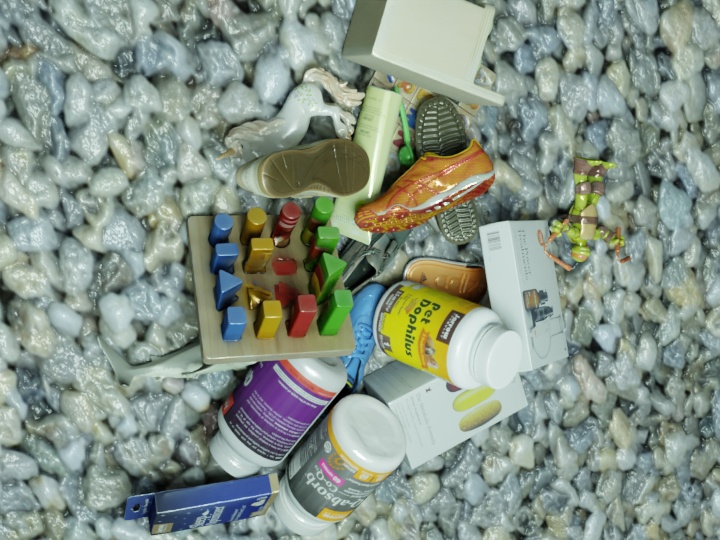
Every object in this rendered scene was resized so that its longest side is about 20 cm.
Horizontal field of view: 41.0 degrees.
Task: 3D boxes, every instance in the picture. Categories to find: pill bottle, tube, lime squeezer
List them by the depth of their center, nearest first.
[{"bbox_3d":[-0.114,0.179,1.283,0.112,0.113,0.201,34,104,-24],"label":"pill bottle"},{"bbox_3d":[0.008,-0.142,1.289,0.051,0.058,0.204,13,100,-15],"label":"tube"},{"bbox_3d":[0.117,0.089,1.290,0.108,0.198,0.112,-18,116,-41],"label":"pill bottle"},{"bbox_3d":[-0.033,0.269,1.307,0.115,0.118,0.201,21,127,-23],"label":"pill bottle"},{"bbox_3d":[0.048,-0.144,1.325,0.069,0.038,0.204,19,97,9],"label":"lime squeezer"}]

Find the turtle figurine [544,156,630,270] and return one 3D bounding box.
[{"bbox_3d":[0.341,-0.082,1.437,0.197,0.064,0.165,5,96,-35],"label":"turtle figurine"}]

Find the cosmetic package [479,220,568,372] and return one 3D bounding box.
[{"bbox_3d":[0.232,0.033,1.357,0.150,0.051,0.205,-6,87,-61],"label":"cosmetic package"}]

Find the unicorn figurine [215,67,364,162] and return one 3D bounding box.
[{"bbox_3d":[-0.090,-0.176,1.252,0.137,0.074,0.202,37,73,-18],"label":"unicorn figurine"}]

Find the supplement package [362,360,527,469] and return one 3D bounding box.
[{"bbox_3d":[0.122,0.174,1.386,0.197,0.109,0.116,-26,110,-13],"label":"supplement package"}]

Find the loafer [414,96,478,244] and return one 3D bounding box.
[{"bbox_3d":[0.112,-0.135,1.330,0.074,0.067,0.205,-9,90,-9],"label":"loafer"}]

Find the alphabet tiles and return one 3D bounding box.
[{"bbox_3d":[0.081,-0.225,1.334,0.165,0.008,0.203,28,91,-24],"label":"alphabet tiles"}]

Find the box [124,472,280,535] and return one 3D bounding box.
[{"bbox_3d":[-0.214,0.316,1.291,0.196,0.122,0.033,-5,64,-19],"label":"box"}]

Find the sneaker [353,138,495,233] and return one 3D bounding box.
[{"bbox_3d":[0.079,-0.108,1.268,0.197,0.073,0.078,-23,72,-8],"label":"sneaker"}]

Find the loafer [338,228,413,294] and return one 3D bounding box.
[{"bbox_3d":[0.000,0.000,1.317,0.199,0.063,0.072,-39,137,-6],"label":"loafer"}]

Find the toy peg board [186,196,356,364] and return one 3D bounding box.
[{"bbox_3d":[-0.105,-0.001,1.206,0.195,0.098,0.204,-1,60,-20],"label":"toy peg board"}]

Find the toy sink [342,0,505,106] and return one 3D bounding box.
[{"bbox_3d":[0.096,-0.299,1.248,0.196,0.130,0.114,16,96,-20],"label":"toy sink"}]

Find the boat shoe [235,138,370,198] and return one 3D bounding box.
[{"bbox_3d":[-0.068,-0.125,1.201,0.198,0.064,0.074,-14,103,-46],"label":"boat shoe"}]

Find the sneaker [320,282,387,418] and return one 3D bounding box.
[{"bbox_3d":[-0.007,0.115,1.342,0.065,0.078,0.203,29,90,-22],"label":"sneaker"}]

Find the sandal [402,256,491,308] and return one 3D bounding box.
[{"bbox_3d":[0.160,0.028,1.394,0.202,0.059,0.081,6,101,-22],"label":"sandal"}]

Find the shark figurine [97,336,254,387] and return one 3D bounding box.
[{"bbox_3d":[-0.226,0.100,1.269,0.210,0.128,0.092,-9,80,-1],"label":"shark figurine"}]
